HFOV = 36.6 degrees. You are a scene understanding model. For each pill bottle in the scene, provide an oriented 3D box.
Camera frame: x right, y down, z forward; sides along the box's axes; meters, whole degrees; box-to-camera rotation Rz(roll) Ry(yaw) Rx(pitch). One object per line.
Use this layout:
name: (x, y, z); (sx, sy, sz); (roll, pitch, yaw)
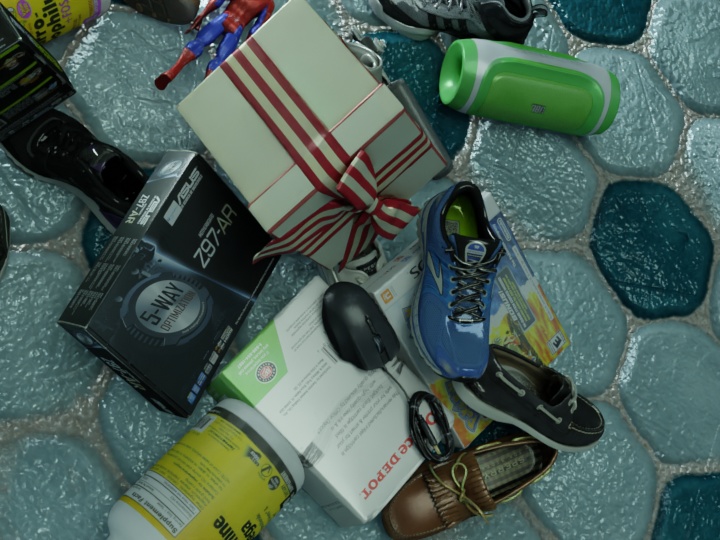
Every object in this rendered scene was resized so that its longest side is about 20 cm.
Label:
pill bottle: (-0.351, -0.259, 1.061); (0.199, 0.104, 0.105); (-36, 88, -24)
pill bottle: (-0.153, 0.222, 0.989); (0.113, 0.112, 0.200); (47, 66, -2)

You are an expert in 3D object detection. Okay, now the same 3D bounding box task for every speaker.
speaker: (0.195, -0.210, 1.254); (0.198, 0.088, 0.089); (8, 72, -17)

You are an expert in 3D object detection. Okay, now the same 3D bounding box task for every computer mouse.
computer mouse: (0.030, 0.095, 1.042); (0.058, 0.034, 0.201); (-35, 87, -29)

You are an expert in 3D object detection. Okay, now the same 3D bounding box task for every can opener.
can opener: (0.033, -0.186, 1.216); (0.066, 0.053, 0.201); (-35, 86, 10)

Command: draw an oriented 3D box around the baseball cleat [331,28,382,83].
baseball cleat: (0.001, -0.161, 1.157); (0.070, 0.106, 0.201); (-36, 91, -44)

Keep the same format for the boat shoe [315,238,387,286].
boat shoe: (0.000, 0.000, 1.133); (0.071, 0.066, 0.201); (-20, 82, -24)

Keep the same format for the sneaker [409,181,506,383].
sneaker: (0.092, 0.007, 1.035); (0.078, 0.089, 0.202); (2, 69, -14)

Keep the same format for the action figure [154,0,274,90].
action figure: (-0.147, -0.254, 1.165); (0.065, 0.052, 0.201); (38, 61, -12)

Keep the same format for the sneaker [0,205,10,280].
sneaker: (-0.374, 0.015, 0.983); (0.080, 0.086, 0.202); (23, 68, -14)

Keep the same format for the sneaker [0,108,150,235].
sneaker: (-0.265, -0.110, 1.057); (0.199, 0.088, 0.076); (36, 66, -7)

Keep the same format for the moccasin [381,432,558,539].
moccasin: (0.113, 0.219, 1.104); (0.200, 0.078, 0.074); (-13, 82, -23)

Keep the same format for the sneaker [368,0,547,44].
sneaker: (0.114, -0.309, 1.238); (0.198, 0.114, 0.076); (16, 70, -15)

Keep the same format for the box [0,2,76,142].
box: (-0.359, -0.138, 0.944); (0.199, 0.193, 0.048); (-34, 86, -3)

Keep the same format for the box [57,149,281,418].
box: (-0.173, 0.013, 1.033); (0.160, 0.043, 0.201); (52, 57, -42)

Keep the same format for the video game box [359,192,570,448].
video game box: (0.111, 0.050, 1.139); (0.182, 0.047, 0.201); (-39, 109, -23)

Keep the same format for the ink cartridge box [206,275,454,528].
ink cartridge box: (-0.029, 0.131, 1.075); (0.200, 0.084, 0.145); (46, 65, -1)

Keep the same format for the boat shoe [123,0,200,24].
boat shoe: (-0.246, -0.338, 1.140); (0.199, 0.076, 0.072); (37, 64, -8)

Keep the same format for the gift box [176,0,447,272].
gift box: (-0.043, -0.106, 1.032); (0.200, 0.184, 0.187); (-44, 68, 10)

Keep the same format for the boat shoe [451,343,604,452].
boat shoe: (0.185, 0.127, 1.112); (0.199, 0.060, 0.074); (25, 34, -26)
